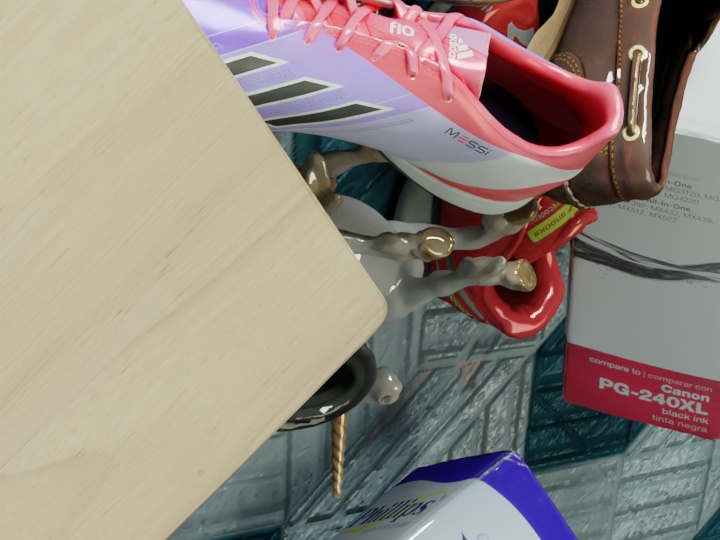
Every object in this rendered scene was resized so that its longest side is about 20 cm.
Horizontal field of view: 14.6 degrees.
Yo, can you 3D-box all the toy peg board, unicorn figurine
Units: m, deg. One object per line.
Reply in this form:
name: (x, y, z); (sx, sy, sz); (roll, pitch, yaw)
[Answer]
toy peg board: (-0.129, 0.001, 0.937); (0.200, 0.098, 0.199); (-44, 123, -15)
unicorn figurine: (0.000, 0.000, 1.136); (0.200, 0.137, 0.074); (47, 42, -40)

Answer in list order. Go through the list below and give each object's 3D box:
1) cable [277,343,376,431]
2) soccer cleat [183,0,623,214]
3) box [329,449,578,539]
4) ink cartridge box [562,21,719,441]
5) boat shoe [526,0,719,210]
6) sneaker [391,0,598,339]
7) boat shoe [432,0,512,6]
cable: (-0.091, 0.048, 1.068); (0.199, 0.050, 0.097); (-26, 132, -20)
soccer cleat: (0.003, -0.075, 1.005); (0.199, 0.069, 0.073); (20, 152, -32)
box: (0.031, 0.213, 1.295); (0.200, 0.184, 0.105); (-37, -174, -26)
ink cartridge box: (0.152, -0.046, 1.262); (0.201, 0.083, 0.146); (89, 22, -49)
boat shoe: (0.119, -0.110, 1.130); (0.070, 0.070, 0.201); (47, 53, -46)
sneaker: (0.064, -0.049, 1.175); (0.077, 0.085, 0.201); (-39, 149, -25)
boat shoe: (0.008, -0.136, 1.005); (0.200, 0.074, 0.076); (1, 121, -56)
